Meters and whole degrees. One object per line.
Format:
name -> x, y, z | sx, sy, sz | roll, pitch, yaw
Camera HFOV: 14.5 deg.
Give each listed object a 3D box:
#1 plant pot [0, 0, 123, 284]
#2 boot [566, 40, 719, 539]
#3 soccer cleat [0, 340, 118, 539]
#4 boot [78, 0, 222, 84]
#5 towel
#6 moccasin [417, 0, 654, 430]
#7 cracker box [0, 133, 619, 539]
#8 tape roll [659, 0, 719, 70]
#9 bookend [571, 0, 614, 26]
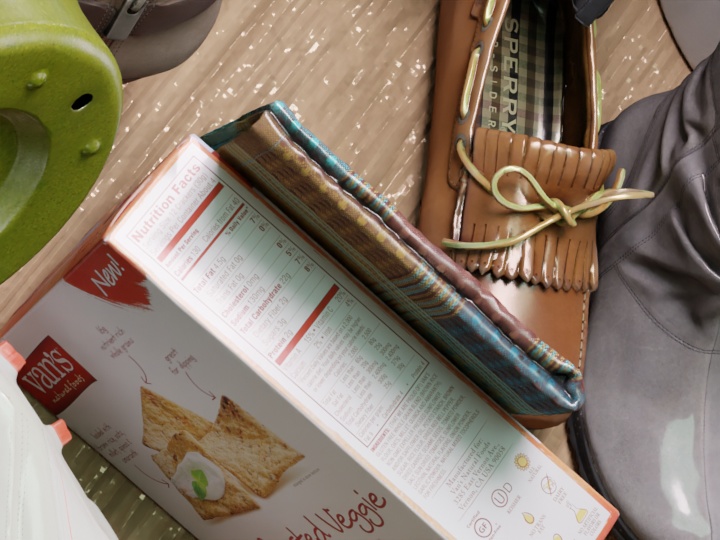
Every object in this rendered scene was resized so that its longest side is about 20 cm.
plant pot -> -0.175, -0.084, 0.837 | 0.200, 0.201, 0.193 | -24, 62, -31
boot -> 0.135, 0.009, 1.094 | 0.070, 0.132, 0.201 | -1, 71, -27
soccer cleat -> -0.129, 0.089, 0.973 | 0.078, 0.069, 0.200 | -39, 94, -29
boot -> -0.147, -0.095, 0.985 | 0.199, 0.146, 0.070 | -5, 74, -28
towel -> 0.000, 0.000, 0.995 | 0.147, 0.200, 0.022 | 41, 79, -8
moccasin -> 0.069, -0.037, 1.110 | 0.073, 0.078, 0.202 | 16, 65, -20
cracker box -> -0.024, 0.057, 0.996 | 0.200, 0.134, 0.058 | 42, 60, -6
tape roll -> 0.242, -0.153, 1.204 | 0.202, 0.139, 0.203 | 9, 68, -23
bookend -> 0.062, -0.230, 1.127 | 0.199, 0.092, 0.200 | 38, 34, -10
